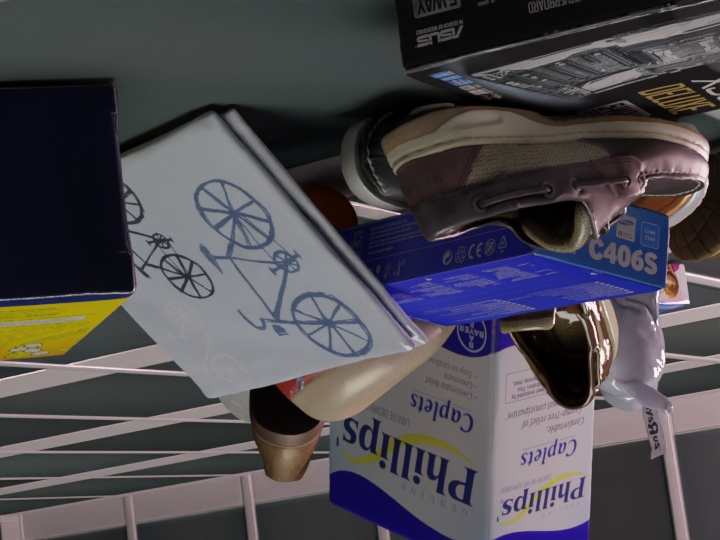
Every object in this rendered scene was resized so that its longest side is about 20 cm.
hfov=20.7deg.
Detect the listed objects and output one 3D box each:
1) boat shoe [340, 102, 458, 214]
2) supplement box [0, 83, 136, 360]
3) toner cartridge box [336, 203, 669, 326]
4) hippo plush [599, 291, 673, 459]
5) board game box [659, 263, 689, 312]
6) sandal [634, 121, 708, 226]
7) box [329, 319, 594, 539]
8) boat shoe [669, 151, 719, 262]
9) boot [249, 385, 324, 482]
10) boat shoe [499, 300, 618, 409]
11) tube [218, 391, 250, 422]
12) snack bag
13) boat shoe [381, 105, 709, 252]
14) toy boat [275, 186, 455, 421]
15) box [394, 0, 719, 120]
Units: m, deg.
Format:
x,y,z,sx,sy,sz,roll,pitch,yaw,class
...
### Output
x,y,z,sx,sy,sz,roll,pitch,yaw,class
0.085,-0.056,1.138,0.199,0.076,0.060,-1,174,-36,boat shoe
-0.195,-0.019,1.045,0.109,0.110,0.200,-3,170,-20,supplement box
0.073,-0.007,1.112,0.095,0.043,0.200,13,166,-32,toner cartridge box
0.160,0.058,1.577,0.160,0.201,0.160,0,149,3,hippo plush
0.162,0.033,1.813,0.199,0.041,0.199,0,168,-36,board game box
0.151,-0.044,1.280,0.059,0.080,0.207,-2,160,-23,sandal
0.072,0.096,1.451,0.105,0.201,0.183,-12,-161,-38,box
0.264,-0.051,1.310,0.067,0.072,0.200,-2,167,-18,boat shoe
-0.046,0.057,1.373,0.073,0.201,0.076,7,138,3,boot
0.113,0.008,1.238,0.074,0.075,0.203,-10,131,29,boat shoe
-0.030,0.040,1.515,0.058,0.052,0.200,27,-130,34,tube
-0.083,-0.002,1.158,0.199,0.021,0.189,-18,122,46,snack bag
0.096,-0.040,0.965,0.199,0.065,0.072,1,167,-41,boat shoe
0.000,0.000,1.282,0.130,0.131,0.200,-42,-173,45,toy boat
0.128,-0.112,0.914,0.157,0.050,0.200,-10,170,24,box
